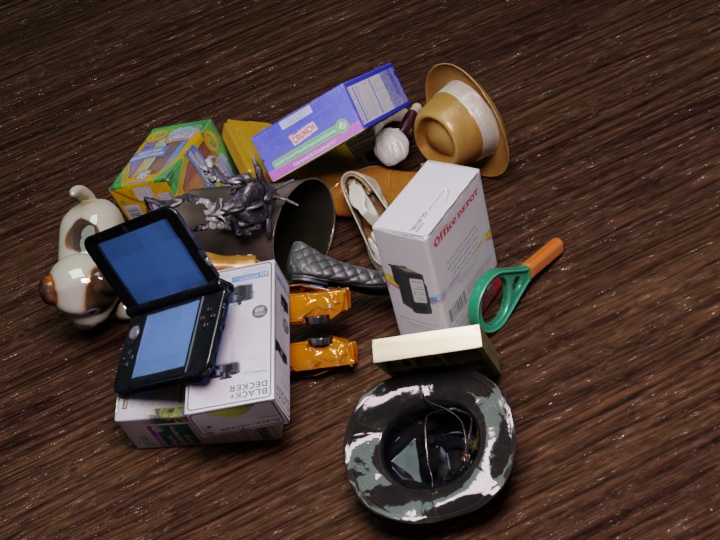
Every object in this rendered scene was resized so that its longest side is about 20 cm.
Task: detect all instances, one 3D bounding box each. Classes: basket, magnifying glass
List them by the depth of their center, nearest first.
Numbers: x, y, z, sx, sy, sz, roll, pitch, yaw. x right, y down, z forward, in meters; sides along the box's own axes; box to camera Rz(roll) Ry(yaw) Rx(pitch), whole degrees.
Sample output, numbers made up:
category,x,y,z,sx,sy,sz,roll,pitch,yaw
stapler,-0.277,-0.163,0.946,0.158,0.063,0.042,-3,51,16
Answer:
category,x,y,z,sx,sy,sz,roll,pitch,yaw
magnifying glass,0.206,0.013,1.587,0.022,0.080,0.200,15,38,37
basket,-0.162,-0.062,1.759,0.198,0.137,0.181,4,34,29

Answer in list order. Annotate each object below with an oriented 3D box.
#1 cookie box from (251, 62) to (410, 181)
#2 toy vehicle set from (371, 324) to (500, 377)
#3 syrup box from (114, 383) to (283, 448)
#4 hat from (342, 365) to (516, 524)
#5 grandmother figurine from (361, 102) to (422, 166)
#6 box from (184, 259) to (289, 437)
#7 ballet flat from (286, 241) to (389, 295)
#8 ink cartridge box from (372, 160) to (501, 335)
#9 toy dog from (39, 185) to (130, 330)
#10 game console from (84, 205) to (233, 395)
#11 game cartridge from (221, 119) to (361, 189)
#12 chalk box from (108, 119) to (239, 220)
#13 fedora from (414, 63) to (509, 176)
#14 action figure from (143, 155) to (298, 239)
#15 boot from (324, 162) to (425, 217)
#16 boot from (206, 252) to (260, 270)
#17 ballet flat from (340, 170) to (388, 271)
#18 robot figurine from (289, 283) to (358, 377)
category,x,y,z,sx,sy,sz,roll,pitch,yaw
cookie box,-0.040,-0.218,1.760,0.170,0.076,0.200,-26,6,28
toy vehicle set,0.094,0.103,1.427,0.123,0.200,0.027,-9,75,11
syrup box,-0.200,0.168,1.525,0.197,0.079,0.082,-6,53,13
hat,0.082,0.206,1.376,0.198,0.081,0.203,-6,63,11
grandmother figurine,0.051,-0.205,1.844,0.122,0.060,0.200,-54,10,18
box,-0.147,0.093,1.472,0.115,0.060,0.202,-10,54,11
ballet flat,0.000,0.000,1.606,0.198,0.066,0.058,8,77,-17
ink cartridge box,0.102,-0.017,1.548,0.082,0.202,0.146,14,47,32
toy dog,-0.378,-0.005,1.727,0.138,0.196,0.201,0,33,1
game console,-0.258,0.042,1.452,0.199,0.118,0.173,-16,54,44
game cartridge,-0.104,-0.178,1.876,0.198,0.033,0.177,5,30,-25
chalk box,-0.275,-0.149,1.893,0.123,0.125,0.201,-4,40,31
fedora,0.133,-0.204,1.768,0.081,0.202,0.200,-32,41,-18
action figure,-0.189,-0.091,1.621,0.198,0.120,0.102,-15,28,-15
boot,0.057,-0.098,1.761,0.199,0.071,0.144,-16,32,-9
boot,-0.203,0.022,1.667,0.142,0.201,0.072,0,77,-7
ballet flat,0.022,-0.057,1.691,0.067,0.062,0.201,-38,59,13
robot figurine,-0.106,0.083,1.577,0.197,0.147,0.058,-6,3,11
